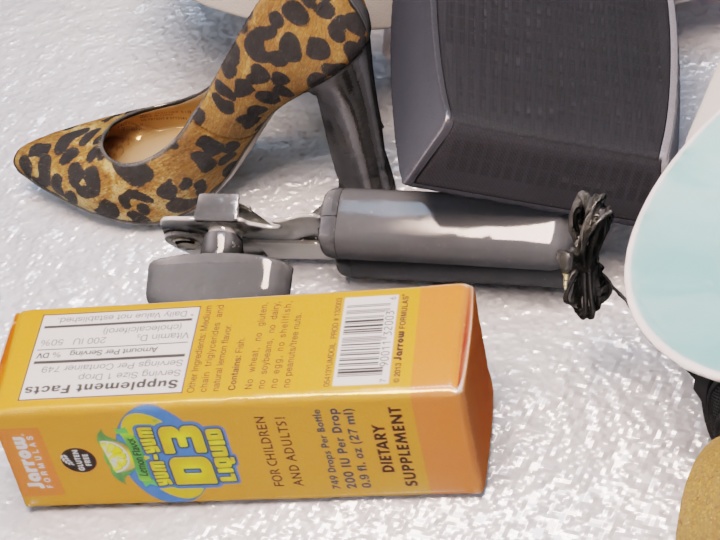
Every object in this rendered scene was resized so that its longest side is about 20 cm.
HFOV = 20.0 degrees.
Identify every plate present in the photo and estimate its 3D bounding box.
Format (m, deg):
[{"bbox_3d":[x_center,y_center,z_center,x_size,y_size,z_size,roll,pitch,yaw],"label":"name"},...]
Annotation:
[{"bbox_3d":[0.188,-0.026,0.727,0.199,0.026,0.201,-27,31,17],"label":"plate"}]

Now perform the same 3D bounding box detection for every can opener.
[{"bbox_3d":[0.000,0.000,0.922,0.199,0.053,0.067,3,73,17],"label":"can opener"}]

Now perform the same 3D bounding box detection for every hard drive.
[{"bbox_3d":[0.082,-0.110,0.928,0.134,0.042,0.201,10,47,-8],"label":"hard drive"}]

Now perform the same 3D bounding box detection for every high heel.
[{"bbox_3d":[-0.086,-0.094,0.970,0.199,0.143,0.072,0,41,15],"label":"high heel"}]

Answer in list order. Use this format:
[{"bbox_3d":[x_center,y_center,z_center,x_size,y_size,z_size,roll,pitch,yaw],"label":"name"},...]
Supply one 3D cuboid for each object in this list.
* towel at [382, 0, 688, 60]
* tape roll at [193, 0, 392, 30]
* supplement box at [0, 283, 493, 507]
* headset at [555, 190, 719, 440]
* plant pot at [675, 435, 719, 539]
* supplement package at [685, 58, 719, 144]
[{"bbox_3d":[0.108,-0.187,1.094,0.199,0.032,0.192,-15,39,15],"label":"towel"},{"bbox_3d":[-0.029,-0.186,1.045,0.201,0.037,0.203,6,35,-4],"label":"tape roll"},{"bbox_3d":[-0.048,0.053,0.844,0.199,0.067,0.069,-2,43,13],"label":"supplement box"},{"bbox_3d":[0.173,0.027,0.795,0.199,0.094,0.124,16,46,19],"label":"headset"},{"bbox_3d":[0.211,0.095,0.658,0.199,0.187,0.187,-4,37,33],"label":"plant pot"},{"bbox_3d":[0.256,-0.059,0.826,0.117,0.118,0.200,9,16,-48],"label":"supplement package"}]
